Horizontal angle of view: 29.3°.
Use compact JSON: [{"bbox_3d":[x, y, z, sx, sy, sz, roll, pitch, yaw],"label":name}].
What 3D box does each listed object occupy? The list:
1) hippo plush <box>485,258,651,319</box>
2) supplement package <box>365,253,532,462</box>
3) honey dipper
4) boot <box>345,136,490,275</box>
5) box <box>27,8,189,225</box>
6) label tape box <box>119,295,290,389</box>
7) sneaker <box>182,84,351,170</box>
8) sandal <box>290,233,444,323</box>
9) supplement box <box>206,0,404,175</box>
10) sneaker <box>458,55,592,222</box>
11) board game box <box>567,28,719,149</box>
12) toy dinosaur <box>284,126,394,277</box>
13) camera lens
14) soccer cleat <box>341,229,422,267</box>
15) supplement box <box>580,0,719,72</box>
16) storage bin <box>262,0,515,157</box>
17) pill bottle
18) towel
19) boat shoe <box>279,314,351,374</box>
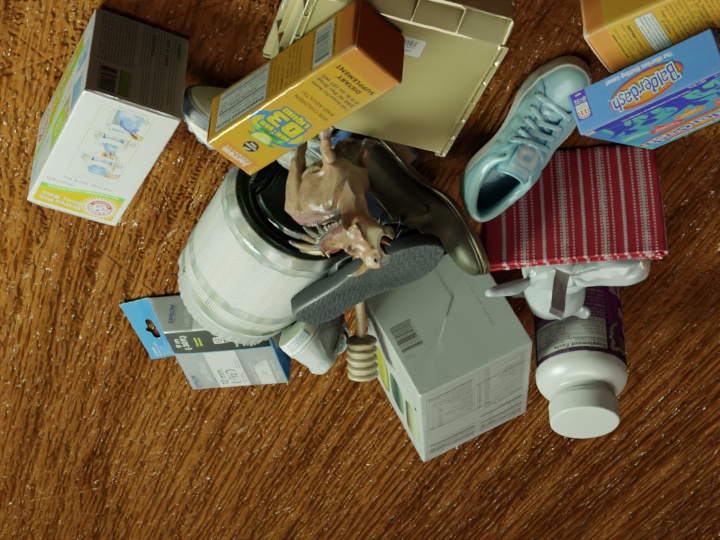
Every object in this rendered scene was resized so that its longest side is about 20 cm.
[{"bbox_3d":[0.248,-0.001,1.567,0.158,0.201,0.161,17,156,14],"label":"hippo plush"},{"bbox_3d":[0.106,0.104,1.676,0.150,0.152,0.201,-25,152,-9],"label":"supplement package"},{"bbox_3d":[-0.002,0.027,1.583,0.038,0.038,0.202,-2,106,5],"label":"honey dipper"},{"bbox_3d":[0.048,-0.054,1.472,0.097,0.200,0.075,-36,168,-14],"label":"boot"},{"bbox_3d":[-0.262,-0.153,1.419,0.101,0.113,0.200,16,142,-22],"label":"box"},{"bbox_3d":[-0.202,0.093,1.802,0.198,0.067,0.144,-7,144,8],"label":"label tape box"},{"bbox_3d":[-0.094,-0.165,1.443,0.199,0.078,0.085,13,139,-32],"label":"sneaker"},{"bbox_3d":[-0.001,0.000,1.455,0.199,0.043,0.076,-26,151,34],"label":"sandal"},{"bbox_3d":[-0.053,-0.166,1.278,0.199,0.069,0.066,-27,134,36],"label":"supplement box"},{"bbox_3d":[0.176,-0.127,1.431,0.073,0.082,0.201,26,118,-17],"label":"sneaker"},{"bbox_3d":[0.313,-0.173,1.356,0.151,0.045,0.199,-24,169,30],"label":"board game box"},{"bbox_3d":[-0.038,-0.071,1.370,0.085,0.137,0.200,12,-179,-24],"label":"toy dinosaur"},{"bbox_3d":[-0.105,-0.028,1.547,0.159,0.161,0.200,16,142,-20],"label":"camera lens"},{"bbox_3d":[0.030,-0.021,1.590,0.067,0.082,0.200,15,142,-25],"label":"soccer cleat"},{"bbox_3d":[0.307,-0.260,1.282,0.199,0.067,0.069,-21,139,29],"label":"supplement box"},{"bbox_3d":[0.024,-0.223,1.332,0.198,0.094,0.199,12,143,-14],"label":"storage bin"},{"bbox_3d":[0.265,0.095,1.670,0.111,0.202,0.113,1,148,1],"label":"pill bottle"},{"bbox_3d":[0.227,-0.068,1.497,0.198,0.146,0.023,-4,151,8],"label":"towel"},{"bbox_3d":[-0.048,0.074,1.639,0.070,0.201,0.072,-42,98,14],"label":"boat shoe"}]
